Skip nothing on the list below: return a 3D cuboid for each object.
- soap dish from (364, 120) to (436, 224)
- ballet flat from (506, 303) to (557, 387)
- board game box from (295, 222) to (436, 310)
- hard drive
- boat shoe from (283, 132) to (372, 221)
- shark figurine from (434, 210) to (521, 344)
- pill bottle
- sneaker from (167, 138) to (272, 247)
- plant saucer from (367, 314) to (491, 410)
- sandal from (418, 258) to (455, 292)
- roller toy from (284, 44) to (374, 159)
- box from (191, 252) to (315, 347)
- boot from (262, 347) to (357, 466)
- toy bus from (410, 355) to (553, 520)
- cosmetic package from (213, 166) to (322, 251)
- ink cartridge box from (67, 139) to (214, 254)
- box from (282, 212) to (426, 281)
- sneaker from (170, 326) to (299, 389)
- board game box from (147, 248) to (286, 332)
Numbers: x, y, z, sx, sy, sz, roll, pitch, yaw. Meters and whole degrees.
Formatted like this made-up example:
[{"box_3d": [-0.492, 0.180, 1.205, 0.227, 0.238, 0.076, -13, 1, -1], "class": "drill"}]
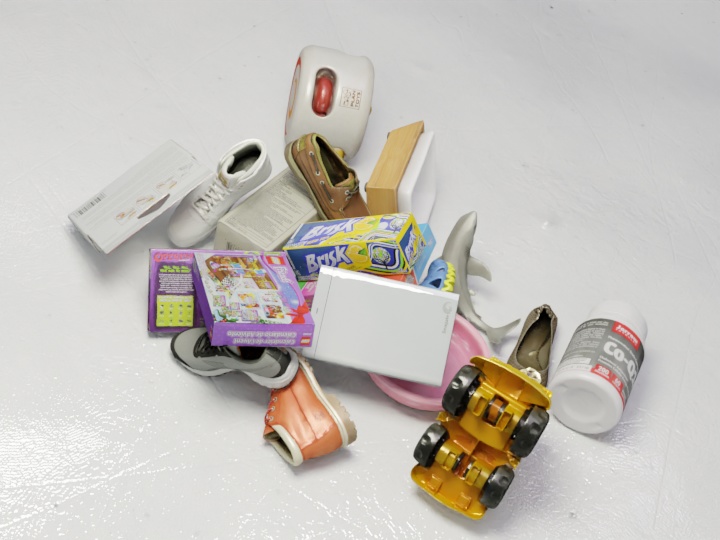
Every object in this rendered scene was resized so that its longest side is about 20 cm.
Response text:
[{"box_3d": [0.067, -0.129, 1.919, 0.081, 0.158, 0.200, 8, 41, 14], "class": "soap dish"}, {"box_3d": [0.270, 0.120, 1.799, 0.067, 0.046, 0.200, 22, 43, 6], "class": "ballet flat"}, {"box_3d": [0.000, 0.000, 1.759, 0.199, 0.040, 0.153, -8, 34, 28], "class": "board game box"}, {"box_3d": [0.028, 0.077, 1.629, 0.199, 0.027, 0.133, 12, 81, 2], "class": "hard drive"}, {"box_3d": [-0.036, -0.125, 1.807, 0.200, 0.068, 0.072, 49, 47, -22], "class": "boat shoe"}, {"box_3d": [0.153, 0.029, 1.826, 0.089, 0.128, 0.215, -2, 70, -51], "class": "shark figurine"}, {"box_3d": [0.363, 0.140, 1.759, 0.114, 0.114, 0.200, 26, 44, 10], "class": "pill bottle"}, {"box_3d": [-0.218, -0.124, 1.764, 0.074, 0.116, 0.200, 44, 80, 6], "class": "sneaker"}, {"box_3d": [0.093, 0.133, 1.725, 0.200, 0.051, 0.201, 9, 43, -9], "class": "plant saucer"}, {"box_3d": [0.087, 0.051, 1.718, 0.087, 0.080, 0.200, 16, 41, 5], "class": "sandal"}, {"box_3d": [-0.049, -0.286, 2.012, 0.139, 0.183, 0.200, 10, 43, -9], "class": "roller toy"}, {"box_3d": [-0.150, 0.038, 1.599, 0.136, 0.039, 0.200, 2, 27, -17], "class": "box"}, {"box_3d": [-0.104, 0.180, 1.601, 0.107, 0.075, 0.200, -27, 53, -23], "class": "boot"}, {"box_3d": [0.174, 0.218, 1.604, 0.135, 0.201, 0.192, 30, 9, 13], "class": "toy bus"}, {"box_3d": [-0.131, -0.071, 1.835, 0.103, 0.087, 0.200, 32, 46, 17], "class": "cosmetic package"}, {"box_3d": [-0.318, -0.100, 1.732, 0.200, 0.044, 0.173, -39, 38, -12], "class": "ink cartridge box"}, {"box_3d": [-0.011, -0.034, 1.715, 0.199, 0.064, 0.070, -5, 35, 33], "class": "box"}, {"box_3d": [-0.180, 0.105, 1.605, 0.199, 0.079, 0.074, 6, 61, 30], "class": "sneaker"}, {"box_3d": [-0.208, 0.029, 1.695, 0.199, 0.121, 0.032, 2, 6, -17], "class": "board game box"}]
